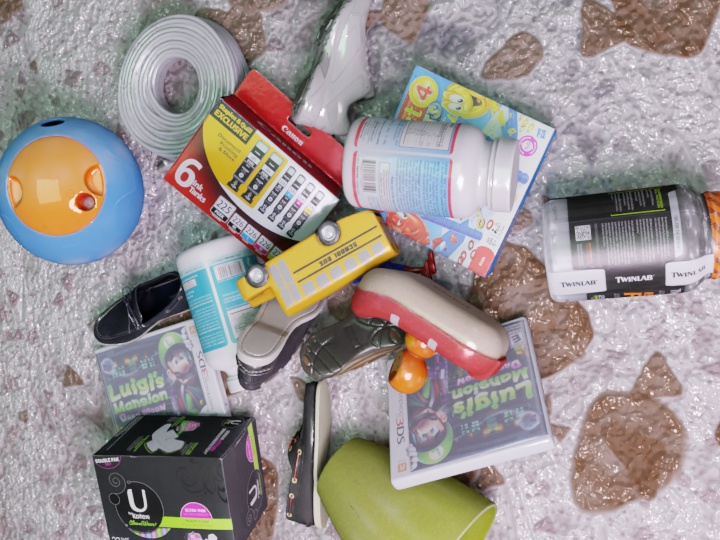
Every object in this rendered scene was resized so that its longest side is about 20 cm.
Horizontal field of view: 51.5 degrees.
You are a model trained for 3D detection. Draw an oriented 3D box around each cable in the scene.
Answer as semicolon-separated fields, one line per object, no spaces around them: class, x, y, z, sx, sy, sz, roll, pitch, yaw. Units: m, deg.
cable;-0.253;-0.259;1.059;0.196;0.069;0.205;-14;89;18

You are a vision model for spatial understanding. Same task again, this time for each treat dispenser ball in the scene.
treat dispenser ball;-0.405;-0.110;1.049;0.196;0.200;0.206;1;94;17

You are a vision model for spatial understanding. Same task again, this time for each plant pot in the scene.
plant pot;0.043;0.313;0.960;0.199;0.186;0.190;35;103;27

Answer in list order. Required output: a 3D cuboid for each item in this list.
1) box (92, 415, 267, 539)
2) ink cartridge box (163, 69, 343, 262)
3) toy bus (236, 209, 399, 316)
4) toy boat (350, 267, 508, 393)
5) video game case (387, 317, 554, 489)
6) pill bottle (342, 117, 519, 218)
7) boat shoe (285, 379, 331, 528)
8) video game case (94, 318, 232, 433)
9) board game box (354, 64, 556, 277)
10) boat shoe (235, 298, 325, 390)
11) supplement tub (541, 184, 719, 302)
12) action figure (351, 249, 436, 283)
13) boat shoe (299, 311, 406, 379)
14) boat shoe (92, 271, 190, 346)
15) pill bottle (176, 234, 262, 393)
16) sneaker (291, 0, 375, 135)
box;-0.248;0.298;1.052;0.195;0.124;0.152;-3;105;16
ink cartridge box;-0.126;-0.133;0.989;0.199;0.084;0.176;38;104;-10
toy bus;-0.054;-0.007;0.937;0.197;0.065;0.079;-30;88;10
toy boat;0.071;0.085;0.894;0.198;0.130;0.133;32;99;21
video game case;0.126;0.159;0.919;0.196;0.184;0.023;-20;132;18
pill bottle;0.084;-0.120;0.882;0.195;0.109;0.112;8;96;17
boat shoe;-0.073;0.252;1.034;0.062;0.074;0.207;4;96;14
video game case;-0.297;0.183;1.128;0.196;0.023;0.186;-17;88;18
board game box;0.120;-0.126;0.956;0.193;0.056;0.204;27;101;14
boat shoe;-0.104;0.081;0.979;0.072;0.201;0.061;18;123;9
supplement tub;0.315;-0.032;0.866;0.195;0.122;0.126;-5;92;19
action figure;0.000;0.000;1.001;0.195;0.066;0.053;-8;114;17
boat shoe;0.013;0.086;0.997;0.196;0.074;0.077;-22;72;-2
boat shoe;-0.320;0.053;1.098;0.196;0.062;0.076;-23;70;16
pill bottle;-0.177;0.061;1.035;0.109;0.111;0.205;-17;88;18
sneaker;-0.018;-0.270;0.991;0.098;0.078;0.204;23;85;-23
